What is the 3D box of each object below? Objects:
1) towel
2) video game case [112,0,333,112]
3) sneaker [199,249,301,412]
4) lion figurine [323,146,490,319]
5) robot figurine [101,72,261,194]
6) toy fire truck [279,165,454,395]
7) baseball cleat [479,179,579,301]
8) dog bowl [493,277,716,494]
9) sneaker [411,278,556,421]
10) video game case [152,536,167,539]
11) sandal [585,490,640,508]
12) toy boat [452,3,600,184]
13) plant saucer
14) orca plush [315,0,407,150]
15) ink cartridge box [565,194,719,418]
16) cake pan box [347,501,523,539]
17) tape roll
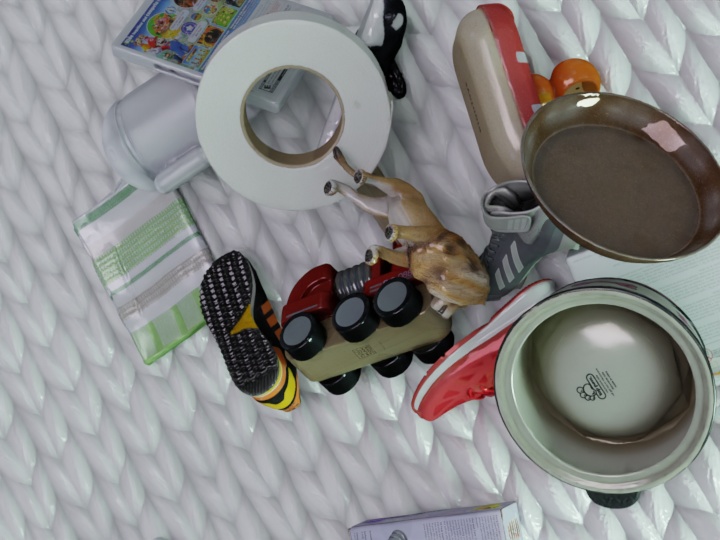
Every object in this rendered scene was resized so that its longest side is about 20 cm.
[{"bbox_3d":[-0.246,-0.009,1.604,0.149,0.031,0.201,-35,76,24],"label":"towel"},{"bbox_3d":[-0.147,-0.253,1.477,0.198,0.018,0.144,21,57,13],"label":"video game case"},{"bbox_3d":[-0.119,0.072,1.520,0.070,0.090,0.201,-30,52,9],"label":"sneaker"},{"bbox_3d":[0.049,-0.045,1.348,0.073,0.121,0.201,-53,44,34],"label":"lion figurine"},{"bbox_3d":[-0.206,-0.163,1.528,0.199,0.113,0.171,-29,46,19],"label":"robot figurine"},{"bbox_3d":[0.000,0.000,1.443,0.175,0.129,0.202,-21,46,25],"label":"toy fire truck"},{"bbox_3d":[0.143,-0.036,1.334,0.200,0.106,0.070,-39,33,47],"label":"baseball cleat"},{"bbox_3d":[0.225,0.096,1.245,0.198,0.074,0.202,7,113,17],"label":"dog bowl"},{"bbox_3d":[0.148,0.112,1.379,0.200,0.078,0.116,-45,71,22],"label":"sneaker"},{"bbox_3d":[-0.173,0.411,1.583,0.198,0.018,0.145,18,100,26],"label":"video game case"},{"bbox_3d":[0.241,0.136,1.329,0.074,0.048,0.203,6,119,19],"label":"sandal"},{"bbox_3d":[0.174,-0.170,1.349,0.129,0.131,0.202,-16,83,-3],"label":"toy boat"},{"bbox_3d":[0.236,-0.079,1.245,0.200,0.200,0.035,44,145,19],"label":"plant saucer"},{"bbox_3d":[0.015,-0.190,1.444,0.070,0.105,0.202,19,89,-9],"label":"orca plush"},{"bbox_3d":[0.309,0.044,1.323,0.159,0.047,0.202,-22,98,25],"label":"ink cartridge box"},{"bbox_3d":[0.092,0.351,1.428,0.183,0.052,0.202,-14,84,29],"label":"cake pan box"},{"bbox_3d":[-0.067,-0.160,1.388,0.200,0.037,0.205,0,114,0],"label":"tape roll"}]
